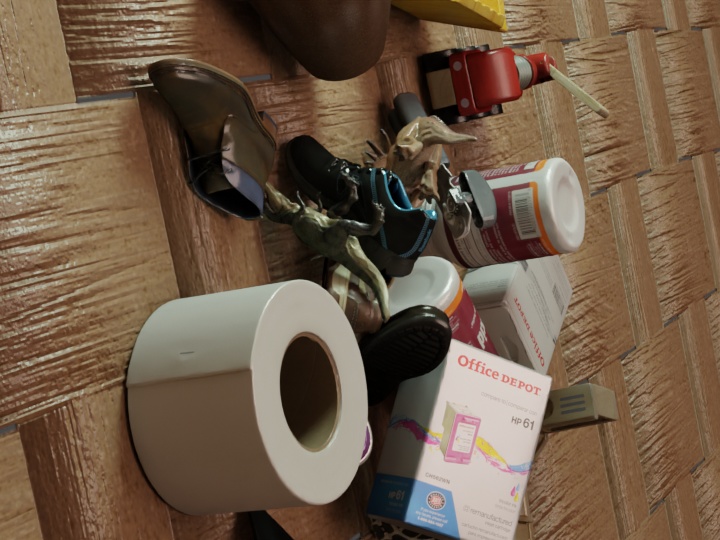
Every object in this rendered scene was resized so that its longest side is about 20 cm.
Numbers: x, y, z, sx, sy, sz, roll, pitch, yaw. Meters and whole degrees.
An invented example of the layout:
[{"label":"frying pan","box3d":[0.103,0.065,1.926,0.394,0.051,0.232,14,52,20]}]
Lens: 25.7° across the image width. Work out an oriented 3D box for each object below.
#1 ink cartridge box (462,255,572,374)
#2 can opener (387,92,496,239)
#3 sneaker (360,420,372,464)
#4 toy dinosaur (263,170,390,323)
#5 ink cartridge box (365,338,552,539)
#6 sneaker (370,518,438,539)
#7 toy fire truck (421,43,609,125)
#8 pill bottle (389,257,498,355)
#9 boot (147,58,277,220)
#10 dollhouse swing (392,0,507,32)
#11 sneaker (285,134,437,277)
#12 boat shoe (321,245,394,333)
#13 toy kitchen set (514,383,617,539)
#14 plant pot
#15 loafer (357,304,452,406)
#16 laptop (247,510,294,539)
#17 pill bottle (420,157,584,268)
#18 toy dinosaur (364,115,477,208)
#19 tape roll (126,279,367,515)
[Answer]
[{"label":"ink cartridge box","box3d":[0.201,0.042,2.072,0.147,0.084,0.201,63,31,-29]},{"label":"can opener","box3d":[0.098,-0.125,1.868,0.066,0.054,0.201,-10,58,-24]},{"label":"sneaker","box3d":[-0.064,0.115,1.595,0.074,0.100,0.202,-22,82,-26]},{"label":"toy dinosaur","box3d":[-0.018,-0.044,1.597,0.200,0.089,0.047,40,12,21]},{"label":"ink cartridge box","box3d":[0.107,0.185,1.688,0.143,0.084,0.202,21,76,-27]},{"label":"sneaker","box3d":[0.065,0.269,1.792,0.200,0.076,0.086,37,30,-53]},{"label":"toy fire truck","box3d":[0.204,-0.238,2.034,0.176,0.198,0.130,-20,99,-61]},{"label":"pill bottle","box3d":[0.094,0.095,1.813,0.201,0.113,0.115,62,34,-32]},{"label":"boot","box3d":[-0.137,-0.124,1.511,0.200,0.074,0.098,35,49,-55]},{"label":"dollhouse swing","box3d":[0.090,-0.407,1.926,0.199,0.180,0.178,14,90,-59]},{"label":"sneaker","box3d":[0.002,-0.085,1.656,0.200,0.082,0.073,45,24,21]},{"label":"boat shoe","box3d":[-0.001,0.005,1.671,0.203,0.074,0.075,-85,-173,-55]},{"label":"toy kitchen set","box3d":[0.210,0.250,1.925,0.163,0.179,0.203,19,61,-57]},{"label":"plant pot","box3d":[-0.041,-0.304,1.662,0.201,0.185,0.188,71,27,-48]},{"label":"loafer","box3d":[0.031,0.075,1.657,0.072,0.200,0.072,26,56,-19]},{"label":"laptop","box3d":[-0.092,0.355,1.524,0.201,0.103,0.178,-55,134,-18]},{"label":"pill bottle","box3d":[0.161,-0.064,1.906,0.114,0.198,0.116,24,62,-56]},{"label":"toy dinosaur","box3d":[0.056,-0.128,1.793,0.086,0.200,0.136,37,41,-11]},{"label":"tape roll","box3d":[-0.100,0.117,1.443,0.202,0.138,0.205,25,61,-56]}]
